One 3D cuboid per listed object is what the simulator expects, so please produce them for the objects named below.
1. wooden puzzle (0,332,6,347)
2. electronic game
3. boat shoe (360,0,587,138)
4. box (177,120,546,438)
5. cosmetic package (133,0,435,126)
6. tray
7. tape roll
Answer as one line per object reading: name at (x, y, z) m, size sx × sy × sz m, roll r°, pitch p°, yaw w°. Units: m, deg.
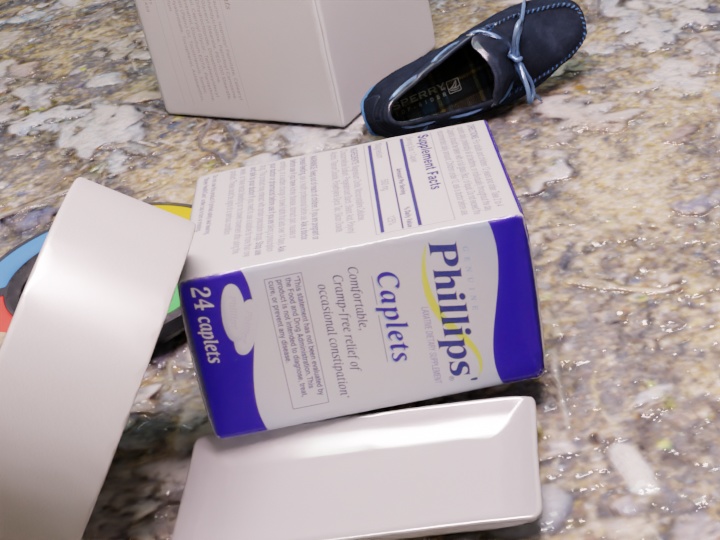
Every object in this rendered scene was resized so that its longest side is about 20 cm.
wooden puzzle at (-0.279, 0.127, 0.828) m, size 0.184 × 0.037 × 0.201 m, roll -36°, pitch 20°, yaw 22°
electronic game at (-0.179, 0.006, 1.075) m, size 0.197 × 0.042 × 0.201 m, roll -9°, pitch 30°, yaw 5°
boat shoe at (0.099, -0.151, 1.211) m, size 0.199 × 0.085 × 0.069 m, roll -33°, pitch 13°, yaw -8°
box at (0.000, 0.000, 0.931) m, size 0.197 × 0.106 × 0.184 m, roll -11°, pitch 22°, yaw 2°
cosmetic package at (-0.069, -0.239, 1.331) m, size 0.198 × 0.168 × 0.167 m, roll 8°, pitch 35°, yaw 33°
tray at (0.000, 0.117, 0.833) m, size 0.197 × 0.022 × 0.108 m, roll -8°, pitch 29°, yaw 9°
tape roll at (-0.154, 0.056, 0.815) m, size 0.070 × 0.204 × 0.203 m, roll 20°, pitch 30°, yaw -8°
